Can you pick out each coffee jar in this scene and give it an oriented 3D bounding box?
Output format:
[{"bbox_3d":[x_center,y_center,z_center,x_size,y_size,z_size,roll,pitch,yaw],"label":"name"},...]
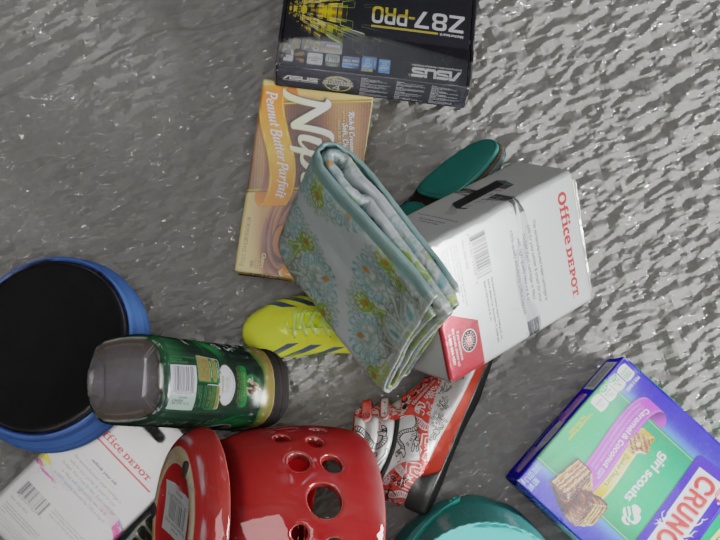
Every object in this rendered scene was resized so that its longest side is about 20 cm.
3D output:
[{"bbox_3d":[-0.161,0.111,1.430,0.104,0.200,0.086,-7,79,34],"label":"coffee jar"}]

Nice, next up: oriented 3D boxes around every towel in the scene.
[{"bbox_3d":[0.000,0.000,1.388,0.048,0.171,0.200,-26,70,-33],"label":"towel"}]

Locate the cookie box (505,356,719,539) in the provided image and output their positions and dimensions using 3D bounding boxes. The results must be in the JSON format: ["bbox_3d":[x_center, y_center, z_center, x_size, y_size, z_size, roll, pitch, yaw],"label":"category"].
[{"bbox_3d":[0.280,0.217,1.503,0.200,0.075,0.171,42,86,0],"label":"cookie box"}]

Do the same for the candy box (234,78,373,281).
[{"bbox_3d":[-0.057,-0.088,1.520,0.115,0.055,0.201,9,86,-2],"label":"candy box"}]

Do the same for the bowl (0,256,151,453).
[{"bbox_3d":[-0.308,0.079,1.473,0.200,0.039,0.201,-5,69,13],"label":"bowl"}]

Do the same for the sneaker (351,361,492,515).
[{"bbox_3d":[0.057,0.137,1.505,0.108,0.067,0.202,22,77,12],"label":"sneaker"}]

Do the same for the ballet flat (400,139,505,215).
[{"bbox_3d":[0.077,-0.054,1.511,0.200,0.074,0.074,-38,89,-17],"label":"ballet flat"}]

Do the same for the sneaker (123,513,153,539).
[{"bbox_3d":[-0.230,0.295,1.481,0.200,0.090,0.079,-35,100,-24],"label":"sneaker"}]

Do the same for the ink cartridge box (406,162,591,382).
[{"bbox_3d":[0.123,-0.003,1.444,0.200,0.084,0.145,-26,116,-31],"label":"ink cartridge box"}]

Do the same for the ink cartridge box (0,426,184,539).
[{"bbox_3d":[-0.266,0.212,1.489,0.200,0.068,0.115,-44,88,-3],"label":"ink cartridge box"}]

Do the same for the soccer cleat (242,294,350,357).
[{"bbox_3d":[-0.021,0.056,1.498,0.199,0.084,0.065,0,87,-2],"label":"soccer cleat"}]

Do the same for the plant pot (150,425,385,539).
[{"bbox_3d":[-0.095,0.246,1.405,0.182,0.200,0.201,5,86,-23],"label":"plant pot"}]

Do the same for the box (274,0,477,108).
[{"bbox_3d":[0.018,-0.255,1.513,0.199,0.049,0.162,7,68,-2],"label":"box"}]

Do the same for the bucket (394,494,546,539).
[{"bbox_3d":[0.116,0.330,1.462,0.206,0.135,0.208,0,86,-1],"label":"bucket"}]
